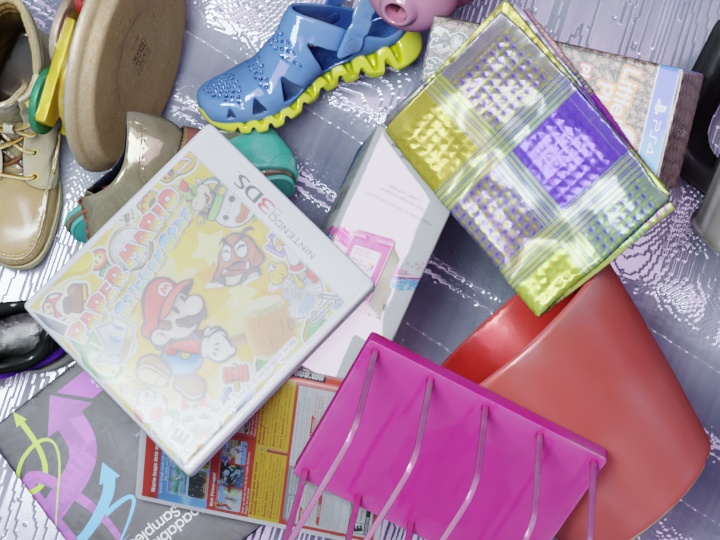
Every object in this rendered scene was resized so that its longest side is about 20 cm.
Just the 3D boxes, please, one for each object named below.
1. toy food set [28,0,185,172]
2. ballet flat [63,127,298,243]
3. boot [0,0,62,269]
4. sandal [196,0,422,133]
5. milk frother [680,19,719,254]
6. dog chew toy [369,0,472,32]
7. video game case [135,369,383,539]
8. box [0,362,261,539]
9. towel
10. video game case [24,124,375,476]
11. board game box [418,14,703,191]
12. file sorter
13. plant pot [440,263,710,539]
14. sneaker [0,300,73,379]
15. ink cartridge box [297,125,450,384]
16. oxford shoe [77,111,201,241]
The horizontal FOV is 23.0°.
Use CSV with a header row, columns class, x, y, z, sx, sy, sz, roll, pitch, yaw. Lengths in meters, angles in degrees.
class,x,y,z,sx,sy,sz,roll,pitch,yaw
toy food set,-0.195,-0.178,1.408,0.048,0.198,0.202,17,86,14
ballet flat,-0.151,-0.076,1.470,0.198,0.068,0.071,-14,60,-4
boot,-0.279,-0.108,1.415,0.072,0.155,0.202,6,83,-1
sandal,-0.049,-0.185,1.459,0.199,0.088,0.080,-29,43,-10
milk frother,0.376,-0.115,1.459,0.198,0.181,0.190,4,121,-29
dog chew toy,0.065,-0.271,1.437,0.124,0.125,0.201,29,53,1
video game case,-0.072,0.136,1.365,0.198,0.017,0.144,11,121,3
box,-0.187,0.167,1.431,0.143,0.036,0.201,-39,88,-5
towel,0.122,-0.083,1.321,0.143,0.023,0.201,-39,83,14
video game case,-0.120,0.020,1.326,0.182,0.023,0.200,43,81,10
board game box,0.158,-0.131,1.401,0.198,0.159,0.098,15,99,14
file sorter,0.058,0.171,1.279,0.199,0.126,0.140,27,120,-6
plant pot,0.169,0.115,1.401,0.200,0.200,0.178,-43,97,-6
sneaker,-0.328,0.064,1.421,0.198,0.100,0.070,-18,83,-4
ink cartridge box,0.000,0.000,1.418,0.084,0.145,0.202,26,83,-5
oxford shoe,-0.195,-0.033,1.402,0.074,0.070,0.202,22,100,-18
